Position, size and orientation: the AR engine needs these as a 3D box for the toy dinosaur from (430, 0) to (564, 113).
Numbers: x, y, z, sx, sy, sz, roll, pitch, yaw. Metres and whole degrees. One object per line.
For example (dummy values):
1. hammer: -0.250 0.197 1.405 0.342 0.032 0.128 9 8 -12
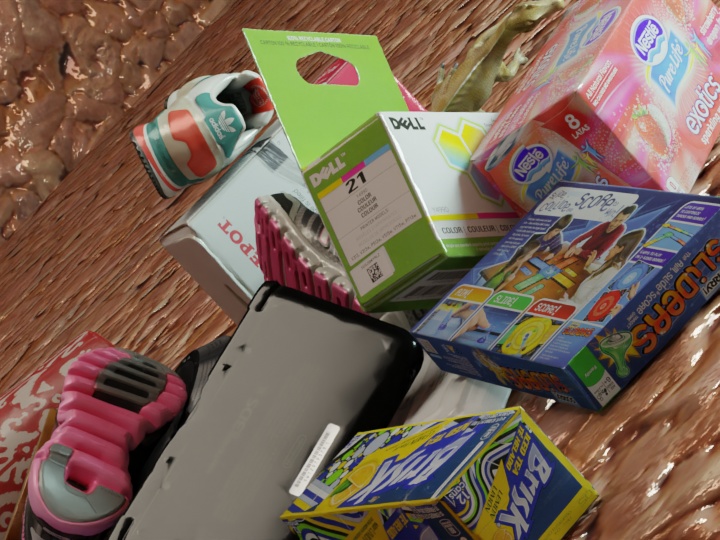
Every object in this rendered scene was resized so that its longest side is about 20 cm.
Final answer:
1. toy dinosaur: 0.065 -0.109 1.853 0.200 0.058 0.101 -58 -5 12

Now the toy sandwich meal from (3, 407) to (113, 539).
1. toy sandwich meal: -0.222 0.187 1.885 0.205 0.070 0.205 -60 12 21

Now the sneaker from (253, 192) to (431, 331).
1. sneaker: 0.000 0.000 1.814 0.087 0.074 0.200 -20 32 -24

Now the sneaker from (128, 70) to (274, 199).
1. sneaker: -0.097 -0.109 2.014 0.093 0.070 0.200 -25 7 16

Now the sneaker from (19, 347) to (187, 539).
1. sneaker: -0.173 0.126 1.775 0.200 0.079 0.095 -62 -5 -56

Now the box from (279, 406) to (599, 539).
1. box: 0.036 0.121 1.419 0.070 0.064 0.200 -47 12 -22

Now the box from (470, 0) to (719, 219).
1. box: 0.161 -0.103 1.731 0.095 0.103 0.200 -34 13 37

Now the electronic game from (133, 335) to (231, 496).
1. electronic game: -0.129 0.135 1.870 0.200 0.042 0.200 -60 11 20

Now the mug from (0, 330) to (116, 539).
1. mug: -0.257 0.149 2.148 0.200 0.133 0.178 -42 13 -16

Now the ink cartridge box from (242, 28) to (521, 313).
1. ink cartridge box: 0.030 -0.080 1.726 0.076 0.200 0.148 -35 -18 34

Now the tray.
1. tray: 0.053 0.070 1.659 0.107 0.022 0.200 -38 12 27

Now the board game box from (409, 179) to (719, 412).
1. board game box: 0.122 0.010 1.549 0.135 0.034 0.200 -44 19 -13

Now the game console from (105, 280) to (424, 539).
1. game console: -0.065 0.120 1.689 0.176 0.116 0.200 19 67 27

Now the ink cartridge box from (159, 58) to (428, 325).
1. ink cartridge box: -0.026 -0.041 2.016 0.200 0.145 0.083 -46 10 -20
